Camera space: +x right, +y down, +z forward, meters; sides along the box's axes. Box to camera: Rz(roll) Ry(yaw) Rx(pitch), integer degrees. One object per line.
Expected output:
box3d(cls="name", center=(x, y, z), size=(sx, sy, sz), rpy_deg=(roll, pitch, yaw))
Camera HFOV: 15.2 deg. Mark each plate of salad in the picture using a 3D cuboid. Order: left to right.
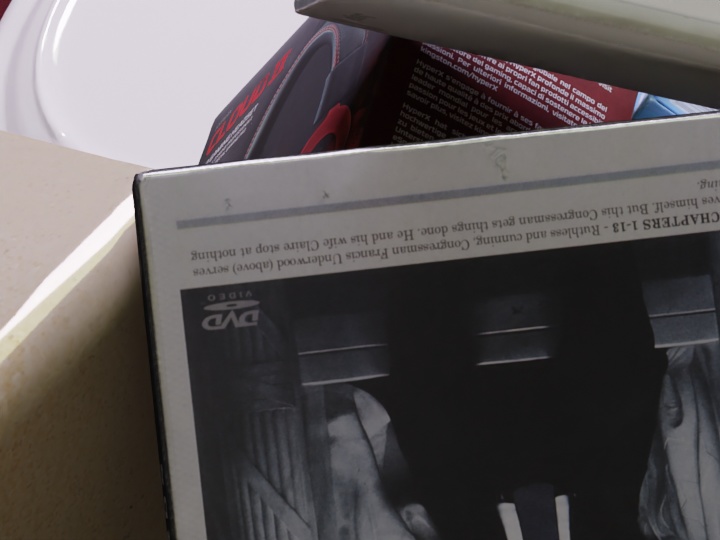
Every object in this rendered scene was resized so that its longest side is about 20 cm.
box3d(cls="plate of salad", center=(-0.035, -0.073, 0.912), size=(0.200, 0.048, 0.200), rpy_deg=(-12, 51, 16))

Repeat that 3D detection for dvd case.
box3d(cls="dvd case", center=(0.037, 0.072, 0.557), size=(0.150, 0.201, 0.025), rpy_deg=(-6, -3, -3))

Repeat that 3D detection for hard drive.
box3d(cls="hard drive", center=(0.090, -0.052, 0.621), size=(0.199, 0.026, 0.132), rpy_deg=(12, 1, -8))

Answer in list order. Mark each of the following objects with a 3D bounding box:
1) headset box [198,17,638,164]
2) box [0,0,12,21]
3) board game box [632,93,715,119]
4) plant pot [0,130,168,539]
box3d(cls="headset box", center=(0.000, 0.000, 0.731), size=(0.075, 0.149, 0.200), rpy_deg=(29, 54, -16))
box3d(cls="box", center=(-0.113, -0.136, 1.041), size=(0.200, 0.109, 0.128), rpy_deg=(9, 20, -38))
box3d(cls="board game box", center=(0.163, 0.003, 0.802), size=(0.200, 0.037, 0.151), rpy_deg=(34, 18, 0))
box3d(cls="plant pot", center=(-0.153, 0.086, 0.619), size=(0.199, 0.200, 0.177), rpy_deg=(15, 41, 25))
